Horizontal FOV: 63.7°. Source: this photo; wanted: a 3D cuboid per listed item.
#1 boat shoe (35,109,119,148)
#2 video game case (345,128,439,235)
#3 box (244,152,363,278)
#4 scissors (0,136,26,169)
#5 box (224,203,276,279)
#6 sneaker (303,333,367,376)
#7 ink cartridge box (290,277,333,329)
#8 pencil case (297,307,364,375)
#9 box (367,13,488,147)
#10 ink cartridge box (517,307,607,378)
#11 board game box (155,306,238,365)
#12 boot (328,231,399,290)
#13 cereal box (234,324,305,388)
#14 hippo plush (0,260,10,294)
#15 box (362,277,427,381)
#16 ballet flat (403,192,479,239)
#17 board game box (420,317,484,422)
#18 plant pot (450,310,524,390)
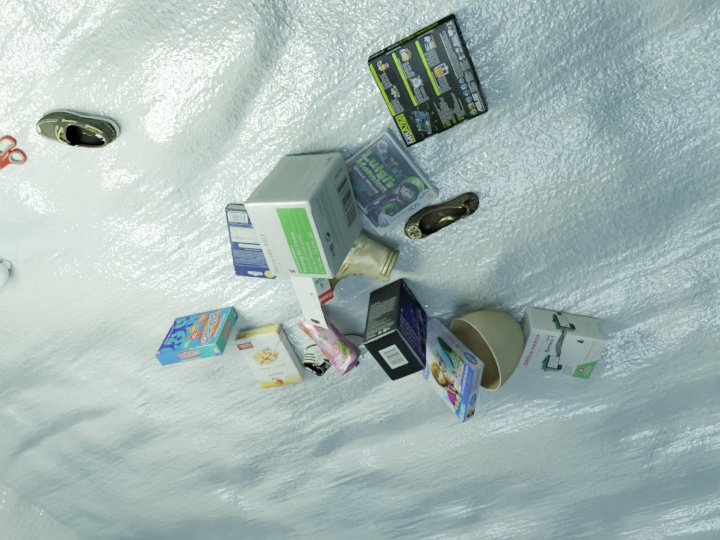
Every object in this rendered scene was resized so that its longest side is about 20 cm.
[{"bbox_3d":[-0.661,-0.321,1.334,0.195,0.061,0.073,4,127,6],"label":"boat shoe"},{"bbox_3d":[0.054,-0.197,1.338,0.180,0.024,0.200,-32,116,27],"label":"video game case"},{"bbox_3d":[-0.119,-0.123,1.293,0.167,0.202,0.203,2,129,25],"label":"box"},{"bbox_3d":[-0.909,-0.266,1.447,0.196,0.014,0.074,-24,122,25],"label":"scissors"},{"bbox_3d":[-0.273,-0.071,1.476,0.117,0.033,0.204,5,125,6],"label":"box"},{"bbox_3d":[-0.069,0.249,1.628,0.195,0.117,0.077,-8,126,14],"label":"sneaker"},{"bbox_3d":[-0.122,0.041,1.466,0.108,0.050,0.205,10,123,52],"label":"ink cartridge box"},{"bbox_3d":[-0.081,0.186,1.560,0.200,0.087,0.088,46,125,9],"label":"pencil case"},{"bbox_3d":[0.139,-0.378,1.178,0.189,0.048,0.202,-18,122,24],"label":"box"},{"bbox_3d":[0.514,0.190,1.512,0.194,0.085,0.149,8,127,1],"label":"ink cartridge box"},{"bbox_3d":[-0.454,0.182,1.617,0.195,0.154,0.046,-12,125,16],"label":"board game box"},{"bbox_3d":[0.000,0.000,1.461,0.152,0.073,0.203,24,121,-6],"label":"boot"},{"bbox_3d":[-0.264,0.255,1.702,0.140,0.040,0.203,-13,123,18],"label":"cereal box"},{"bbox_3d":[-1.058,-0.017,1.598,0.197,0.164,0.159,-20,154,39],"label":"hippo plush"},{"bbox_3d":[0.092,0.148,1.475,0.103,0.202,0.149,-24,121,24],"label":"box"},{"bbox_3d":[0.188,-0.122,1.357,0.196,0.047,0.068,-23,120,23],"label":"ballet flat"},{"bbox_3d":[0.239,0.266,1.554,0.040,0.199,0.204,-19,131,-26],"label":"board game box"},{"bbox_3d":[0.342,0.184,1.491,0.132,0.200,0.204,-27,128,-19],"label":"plant pot"}]
